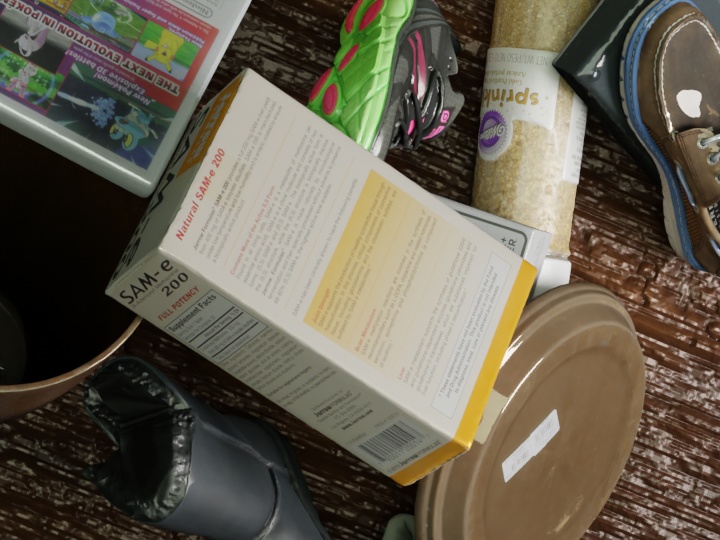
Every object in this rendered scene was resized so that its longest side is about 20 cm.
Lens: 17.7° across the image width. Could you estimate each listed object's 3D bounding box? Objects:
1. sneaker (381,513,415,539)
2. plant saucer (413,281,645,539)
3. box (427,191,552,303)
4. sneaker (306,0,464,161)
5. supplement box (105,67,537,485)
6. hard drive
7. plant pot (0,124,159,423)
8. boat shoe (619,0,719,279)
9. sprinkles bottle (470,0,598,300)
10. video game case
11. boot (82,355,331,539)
[{"bbox_3d":[-0.008,0.230,1.359,0.201,0.074,0.089,-57,132,-29],"label":"sneaker"},{"bbox_3d":[0.106,0.104,1.356,0.029,0.200,0.201,28,87,35],"label":"plant saucer"},{"bbox_3d":[0.000,0.000,1.363,0.199,0.060,0.118,17,94,14],"label":"box"},{"bbox_3d":[0.022,-0.104,1.347,0.084,0.201,0.077,41,127,-15],"label":"sneaker"},{"bbox_3d":[-0.018,0.005,1.231,0.199,0.073,0.127,34,56,-14],"label":"supplement box"},{"bbox_3d":[0.216,-0.159,1.397,0.200,0.033,0.140,-52,134,-4],"label":"hard drive"},{"bbox_3d":[-0.218,0.012,1.299,0.185,0.200,0.188,6,66,-14],"label":"plant pot"},{"bbox_3d":[0.212,-0.075,1.366,0.072,0.072,0.201,-39,132,-16],"label":"boat shoe"},{"bbox_3d":[0.103,-0.081,1.406,0.068,0.068,0.202,7,89,-6],"label":"sprinkles bottle"},{"bbox_3d":[-0.164,-0.160,1.260,0.199,0.023,0.183,28,65,-6],"label":"video game case"},{"bbox_3d":[-0.073,0.150,1.283,0.076,0.168,0.201,-33,61,15],"label":"boot"}]
